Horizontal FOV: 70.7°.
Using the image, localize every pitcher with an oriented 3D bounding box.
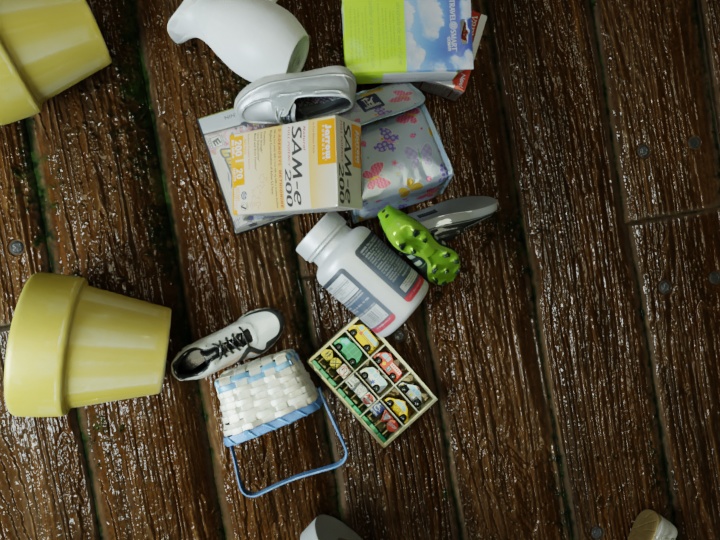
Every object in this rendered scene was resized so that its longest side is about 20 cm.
[{"bbox_3d":[-0.176,-0.396,0.793,0.200,0.121,0.172,27,110,2],"label":"pitcher"}]

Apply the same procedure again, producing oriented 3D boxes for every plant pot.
[{"bbox_3d":[-0.489,-0.343,0.746,0.188,0.201,0.201,-27,93,-18],"label":"plant pot"},{"bbox_3d":[-0.387,0.112,0.753,0.188,0.201,0.202,6,90,-21],"label":"plant pot"}]

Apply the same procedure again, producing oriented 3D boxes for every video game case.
[{"bbox_3d":[-0.154,-0.183,0.851,0.180,0.026,0.201,-19,92,-5],"label":"video game case"}]

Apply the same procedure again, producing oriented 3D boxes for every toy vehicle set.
[{"bbox_3d":[0.020,0.186,0.868,0.124,0.027,0.200,-42,94,-3],"label":"toy vehicle set"}]

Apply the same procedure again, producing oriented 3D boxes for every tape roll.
[{"bbox_3d":[-0.010,0.468,0.781,0.203,0.203,0.037,43,87,-4],"label":"tape roll"}]

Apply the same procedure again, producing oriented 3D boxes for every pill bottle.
[{"bbox_3d":[0.000,0.000,0.819,0.200,0.120,0.120,42,87,-4],"label":"pill bottle"}]

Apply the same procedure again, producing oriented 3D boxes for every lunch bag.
[{"bbox_3d":[0.032,-0.202,0.819,0.169,0.127,0.201,-17,78,-5],"label":"lunch bag"}]

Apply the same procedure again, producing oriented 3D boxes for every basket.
[{"bbox_3d":[-0.128,0.234,0.798,0.176,0.139,0.201,-18,84,-4],"label":"basket"}]

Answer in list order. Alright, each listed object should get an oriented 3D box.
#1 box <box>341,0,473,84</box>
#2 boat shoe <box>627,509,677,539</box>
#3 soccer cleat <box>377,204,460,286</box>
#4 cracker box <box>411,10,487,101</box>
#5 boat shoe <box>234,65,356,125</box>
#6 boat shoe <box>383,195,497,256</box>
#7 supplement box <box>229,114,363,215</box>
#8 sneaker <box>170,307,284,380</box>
[{"bbox_3d":[0.073,-0.364,0.800,0.199,0.048,0.122,-3,91,-3],"label":"box"},{"bbox_3d":[0.496,0.528,0.890,0.069,0.071,0.200,31,87,-3],"label":"boat shoe"},{"bbox_3d":[0.098,-0.039,0.803,0.067,0.200,0.081,-41,49,11],"label":"soccer cleat"},{"bbox_3d":[0.096,-0.386,0.855,0.199,0.058,0.134,17,89,-5],"label":"cracker box"},{"bbox_3d":[-0.102,-0.255,0.784,0.199,0.072,0.069,-6,59,7],"label":"boat shoe"},{"bbox_3d":[0.137,-0.077,0.863,0.199,0.069,0.057,-16,119,-5],"label":"boat shoe"},{"bbox_3d":[-0.098,-0.149,0.756,0.199,0.073,0.127,-1,93,31],"label":"supplement box"},{"bbox_3d":[-0.213,0.126,0.823,0.200,0.080,0.074,-29,91,-6],"label":"sneaker"}]
